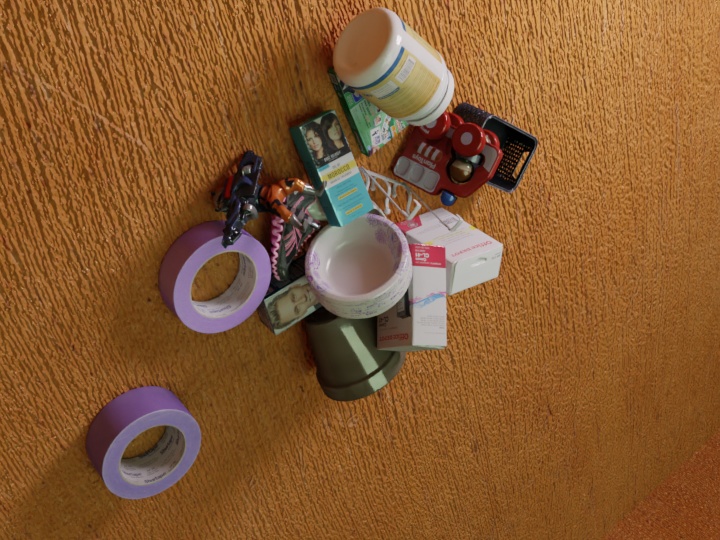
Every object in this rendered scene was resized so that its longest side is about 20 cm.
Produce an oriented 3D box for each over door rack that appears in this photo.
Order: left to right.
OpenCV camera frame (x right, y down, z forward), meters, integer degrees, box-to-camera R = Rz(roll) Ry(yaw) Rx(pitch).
[{"bbox_3d":[0.080,-0.130,1.635,0.147,0.200,0.067,12,109,-46],"label":"over door rack"}]

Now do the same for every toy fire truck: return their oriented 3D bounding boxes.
[{"bbox_3d":[0.176,-0.224,1.666,0.112,0.199,0.169,-2,120,-63],"label":"toy fire truck"}]

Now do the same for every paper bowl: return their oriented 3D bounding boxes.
[{"bbox_3d":[0.000,0.000,1.583,0.200,0.201,0.105,-40,148,-14],"label":"paper bowl"}]

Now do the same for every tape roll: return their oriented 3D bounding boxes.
[{"bbox_3d":[-0.411,0.327,1.584,0.199,0.085,0.201,-21,127,-30],"label":"tape roll"},{"bbox_3d":[-0.265,0.012,1.527,0.199,0.066,0.201,-22,129,-30],"label":"tape roll"}]

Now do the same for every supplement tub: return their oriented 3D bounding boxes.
[{"bbox_3d":[0.063,-0.356,1.479,0.200,0.144,0.145,27,97,-46],"label":"supplement tub"}]

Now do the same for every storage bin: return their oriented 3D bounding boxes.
[{"bbox_3d":[0.274,-0.264,1.802,0.199,0.094,0.136,14,106,-44],"label":"storage bin"}]

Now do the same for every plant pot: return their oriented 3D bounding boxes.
[{"bbox_3d":[-0.028,0.144,1.743,0.200,0.200,0.174,-37,119,-17],"label":"plant pot"}]

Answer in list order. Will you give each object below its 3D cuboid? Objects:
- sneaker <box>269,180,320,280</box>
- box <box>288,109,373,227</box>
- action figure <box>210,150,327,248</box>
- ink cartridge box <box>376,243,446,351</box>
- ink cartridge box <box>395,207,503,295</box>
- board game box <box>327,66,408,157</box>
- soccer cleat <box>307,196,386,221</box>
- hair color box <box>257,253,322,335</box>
[{"bbox_3d":[-0.123,-0.070,1.569,0.095,0.079,0.201,2,119,-11],"label":"sneaker"},{"bbox_3d":[-0.052,-0.188,1.542,0.082,0.049,0.201,-31,109,-23],"label":"box"},{"bbox_3d":[-0.174,-0.102,1.454,0.105,0.192,0.201,77,26,-58],"label":"action figure"},{"bbox_3d":[0.100,0.057,1.655,0.085,0.147,0.202,7,79,-27],"label":"ink cartridge box"},{"bbox_3d":[0.183,-0.043,1.781,0.144,0.200,0.084,-19,127,-31],"label":"ink cartridge box"},{"bbox_3d":[0.027,-0.334,1.588,0.134,0.029,0.201,-40,135,-16],"label":"board game box"},{"bbox_3d":[-0.032,-0.121,1.634,0.199,0.077,0.070,3,113,-42],"label":"soccer cleat"},{"bbox_3d":[-0.114,0.032,1.673,0.199,0.060,0.100,-32,132,-21],"label":"hair color box"}]
